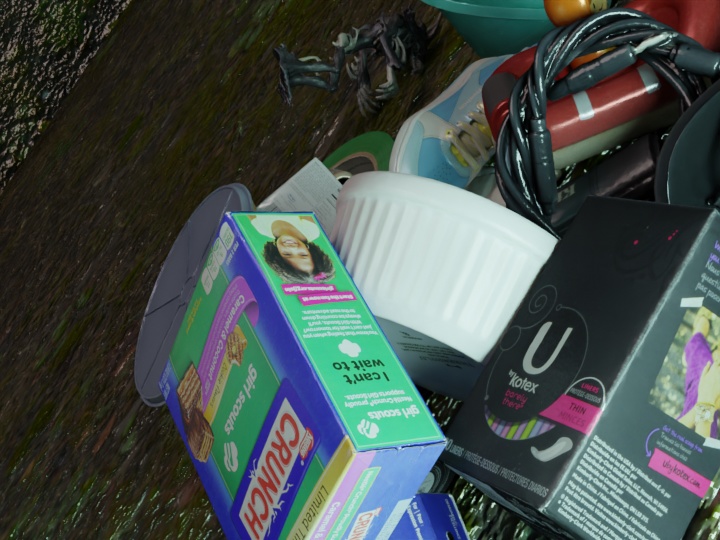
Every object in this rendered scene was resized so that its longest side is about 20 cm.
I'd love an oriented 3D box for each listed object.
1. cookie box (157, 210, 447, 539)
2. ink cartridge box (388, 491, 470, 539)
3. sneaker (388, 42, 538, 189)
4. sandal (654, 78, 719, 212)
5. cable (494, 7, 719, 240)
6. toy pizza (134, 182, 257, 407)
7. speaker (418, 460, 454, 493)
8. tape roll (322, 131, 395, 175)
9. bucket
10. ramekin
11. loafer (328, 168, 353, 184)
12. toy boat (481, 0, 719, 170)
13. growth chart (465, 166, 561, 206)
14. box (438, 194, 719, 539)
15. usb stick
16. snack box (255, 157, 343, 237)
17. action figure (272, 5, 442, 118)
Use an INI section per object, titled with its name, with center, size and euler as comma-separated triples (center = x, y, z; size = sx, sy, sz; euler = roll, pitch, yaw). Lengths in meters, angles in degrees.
[cookie box]
center = -0.047, 0.090, 0.809
size = 0.201, 0.074, 0.172
euler = 58, 136, 35
[ink cartridge box]
center = 0.008, 0.199, 0.859
size = 0.037, 0.096, 0.199
euler = -28, 10, -36
[sneaker]
center = 0.113, -0.130, 1.073
size = 0.130, 0.080, 0.201
euler = -12, 35, 52
[sandal]
center = 0.263, -0.103, 0.821
size = 0.201, 0.076, 0.043
euler = -55, 25, -3
[cable]
center = 0.172, -0.083, 0.884
size = 0.202, 0.162, 0.051
euler = -62, -15, 12
[toy pizza]
center = -0.135, 0.023, 1.053
size = 0.200, 0.031, 0.202
euler = -45, 32, 38
[speaker]
center = -0.016, 0.097, 0.943
size = 0.081, 0.081, 0.200
euler = -49, 55, 8
[tape roll]
center = -0.018, -0.045, 1.250
size = 0.200, 0.048, 0.202
euler = -39, 29, 27
[bucket]
center = 0.149, -0.303, 1.189
size = 0.207, 0.134, 0.208
euler = -40, 27, 26
[ramekin]
center = 0.059, 0.021, 0.873
size = 0.201, 0.201, 0.095
euler = -1, 59, 58
[loafer]
center = -0.064, -0.003, 1.069
size = 0.063, 0.072, 0.202
euler = -8, 53, 60
[toy boat]
center = 0.180, -0.175, 0.952
size = 0.198, 0.132, 0.131
euler = -22, 34, 8
[growth chart]
center = 0.094, -0.038, 1.090
size = 0.146, 0.018, 0.199
euler = -59, 27, -11
[box]
center = 0.157, 0.067, 0.757
size = 0.201, 0.106, 0.122
euler = -58, 28, -10
[usb stick]
center = 0.153, -0.040, 0.961
size = 0.199, 0.033, 0.056
euler = -32, 33, 28
[snack box]
center = 0.000, 0.000, 1.024
size = 0.072, 0.200, 0.024
euler = -39, -18, -8
[action figure]
center = 0.007, -0.225, 1.371
size = 0.197, 0.103, 0.119
euler = -16, -7, -8
